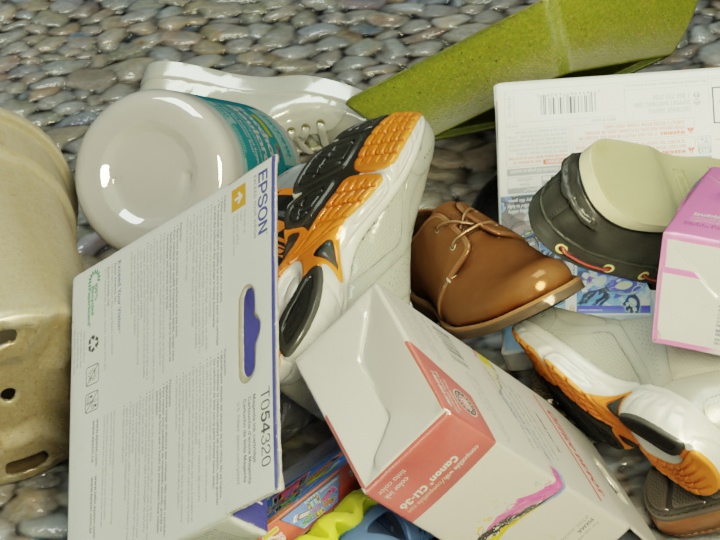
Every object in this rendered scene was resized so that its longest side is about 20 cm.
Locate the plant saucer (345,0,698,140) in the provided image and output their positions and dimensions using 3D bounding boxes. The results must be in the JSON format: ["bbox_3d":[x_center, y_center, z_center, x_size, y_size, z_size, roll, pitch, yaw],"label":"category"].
[{"bbox_3d":[0.124,-0.143,1.755,0.200,0.048,0.200,-24,-7,40],"label":"plant saucer"}]

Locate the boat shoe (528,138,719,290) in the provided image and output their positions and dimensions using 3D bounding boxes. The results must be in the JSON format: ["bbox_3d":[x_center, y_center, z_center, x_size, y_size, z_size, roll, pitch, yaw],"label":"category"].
[{"bbox_3d":[0.184,-0.025,1.445,0.201,0.063,0.074,13,54,-38],"label":"boat shoe"}]

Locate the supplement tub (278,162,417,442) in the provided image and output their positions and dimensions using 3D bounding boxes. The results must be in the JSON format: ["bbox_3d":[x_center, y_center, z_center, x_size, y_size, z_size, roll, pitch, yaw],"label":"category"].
[{"bbox_3d":[-0.053,0.027,1.532,0.122,0.123,0.200,8,34,27],"label":"supplement tub"}]

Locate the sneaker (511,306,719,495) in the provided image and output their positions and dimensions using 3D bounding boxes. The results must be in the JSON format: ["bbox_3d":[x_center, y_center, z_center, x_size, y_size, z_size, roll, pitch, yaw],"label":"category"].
[{"bbox_3d":[0.166,0.054,1.388,0.092,0.076,0.200,-43,34,-10],"label":"sneaker"}]

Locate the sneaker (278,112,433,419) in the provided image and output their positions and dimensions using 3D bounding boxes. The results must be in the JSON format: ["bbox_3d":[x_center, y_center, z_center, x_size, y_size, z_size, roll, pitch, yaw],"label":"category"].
[{"bbox_3d":[0.000,0.000,1.446,0.076,0.092,0.200,-3,51,44],"label":"sneaker"}]

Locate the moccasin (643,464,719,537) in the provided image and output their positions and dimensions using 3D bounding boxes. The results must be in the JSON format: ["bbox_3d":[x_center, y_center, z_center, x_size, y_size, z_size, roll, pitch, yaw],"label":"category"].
[{"bbox_3d":[0.255,0.099,1.379,0.201,0.078,0.074,-27,46,4],"label":"moccasin"}]

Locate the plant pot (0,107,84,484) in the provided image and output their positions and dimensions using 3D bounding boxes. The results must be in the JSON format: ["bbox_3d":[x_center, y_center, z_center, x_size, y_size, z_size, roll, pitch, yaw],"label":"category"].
[{"bbox_3d":[-0.243,0.027,1.538,0.200,0.201,0.184,-17,42,-15],"label":"plant pot"}]

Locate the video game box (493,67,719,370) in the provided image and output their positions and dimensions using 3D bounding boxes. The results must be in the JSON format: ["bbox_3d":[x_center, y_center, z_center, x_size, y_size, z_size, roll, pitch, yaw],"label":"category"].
[{"bbox_3d":[0.186,-0.033,1.551,0.200,0.047,0.182,-3,69,9],"label":"video game box"}]

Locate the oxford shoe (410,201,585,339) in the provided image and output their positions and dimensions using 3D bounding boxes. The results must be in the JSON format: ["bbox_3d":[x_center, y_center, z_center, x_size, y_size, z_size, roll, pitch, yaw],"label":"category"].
[{"bbox_3d":[0.067,-0.004,1.461,0.071,0.071,0.200,-25,13,-18],"label":"oxford shoe"}]

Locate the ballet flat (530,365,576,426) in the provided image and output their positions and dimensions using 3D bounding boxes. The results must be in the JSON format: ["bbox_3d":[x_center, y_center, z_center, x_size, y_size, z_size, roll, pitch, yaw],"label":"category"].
[{"bbox_3d":[0.199,0.075,1.467,0.200,0.046,0.067,4,-8,12],"label":"ballet flat"}]

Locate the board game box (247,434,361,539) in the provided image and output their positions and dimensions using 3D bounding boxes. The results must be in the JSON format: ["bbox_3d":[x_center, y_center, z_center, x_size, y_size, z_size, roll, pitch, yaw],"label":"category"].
[{"bbox_3d":[-0.021,0.118,1.418,0.200,0.019,0.103,-35,5,-38],"label":"board game box"}]

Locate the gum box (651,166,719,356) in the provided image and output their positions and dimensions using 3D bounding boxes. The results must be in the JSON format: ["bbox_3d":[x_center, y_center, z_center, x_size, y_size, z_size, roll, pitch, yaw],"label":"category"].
[{"bbox_3d":[0.255,0.005,1.316,0.200,0.066,0.114,11,24,17],"label":"gum box"}]

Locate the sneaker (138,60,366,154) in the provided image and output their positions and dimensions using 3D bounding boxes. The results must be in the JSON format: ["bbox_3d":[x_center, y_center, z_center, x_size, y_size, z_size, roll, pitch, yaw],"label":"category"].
[{"bbox_3d":[-0.072,-0.097,1.830,0.200,0.073,0.085,7,63,14],"label":"sneaker"}]

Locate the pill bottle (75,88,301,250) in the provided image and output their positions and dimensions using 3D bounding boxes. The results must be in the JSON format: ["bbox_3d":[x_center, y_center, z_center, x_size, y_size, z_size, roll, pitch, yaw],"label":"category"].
[{"bbox_3d":[-0.105,-0.061,1.660,0.111,0.111,0.200,1,1,16],"label":"pill bottle"}]

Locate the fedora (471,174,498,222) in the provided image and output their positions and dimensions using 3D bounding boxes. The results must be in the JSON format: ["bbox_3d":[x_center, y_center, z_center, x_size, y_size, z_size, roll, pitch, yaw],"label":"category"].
[{"bbox_3d":[0.159,-0.070,1.664,0.200,0.092,0.201,-8,27,4],"label":"fedora"}]

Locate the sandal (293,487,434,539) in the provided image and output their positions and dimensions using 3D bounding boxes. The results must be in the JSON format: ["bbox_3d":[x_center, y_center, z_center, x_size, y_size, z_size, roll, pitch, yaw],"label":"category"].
[{"bbox_3d":[-0.006,0.176,1.327,0.087,0.080,0.200,42,41,12],"label":"sandal"}]

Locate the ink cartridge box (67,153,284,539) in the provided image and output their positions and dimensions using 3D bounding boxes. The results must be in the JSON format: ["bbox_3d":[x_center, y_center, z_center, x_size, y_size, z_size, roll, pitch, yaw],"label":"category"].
[{"bbox_3d":[-0.091,0.063,1.363,0.200,0.043,0.197,-27,54,43],"label":"ink cartridge box"}]

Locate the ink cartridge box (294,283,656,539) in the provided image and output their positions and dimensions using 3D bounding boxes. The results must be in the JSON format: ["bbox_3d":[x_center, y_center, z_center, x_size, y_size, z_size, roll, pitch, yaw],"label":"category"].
[{"bbox_3d":[0.067,0.103,1.344,0.067,0.200,0.117,-45,39,13],"label":"ink cartridge box"}]
